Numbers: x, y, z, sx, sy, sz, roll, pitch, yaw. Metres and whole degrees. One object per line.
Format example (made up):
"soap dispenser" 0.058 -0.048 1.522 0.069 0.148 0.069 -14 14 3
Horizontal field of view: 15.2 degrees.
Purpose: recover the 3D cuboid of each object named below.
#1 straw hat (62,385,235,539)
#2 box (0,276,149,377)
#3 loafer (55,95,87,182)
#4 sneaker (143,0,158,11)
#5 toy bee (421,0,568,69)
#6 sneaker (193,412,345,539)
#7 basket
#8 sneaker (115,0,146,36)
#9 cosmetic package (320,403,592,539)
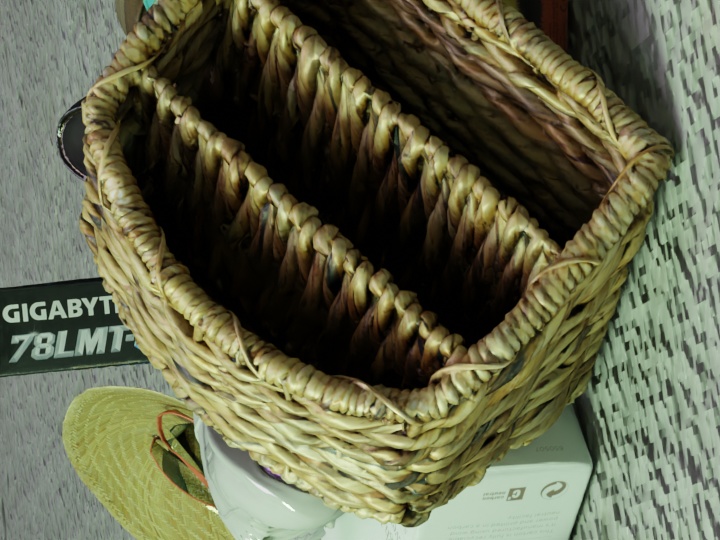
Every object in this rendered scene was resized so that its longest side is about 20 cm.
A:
"straw hat" -0.055 0.094 1.415 0.085 0.200 0.201 -57 -3 -28
"box" -0.107 0.025 1.390 0.200 0.197 0.050 173 91 -75
"loafer" -0.096 -0.057 1.400 0.199 0.072 0.073 10 111 43
"sneaker" -0.088 -0.138 1.366 0.200 0.077 0.080 36 128 27
"toy bee" 0.006 -0.104 1.116 0.200 0.108 0.132 149 114 -73
"sneaker" -0.025 0.080 1.114 0.200 0.074 0.100 -131 27 -75
"basket" -0.010 -0.025 0.999 0.200 0.142 0.149 43 146 21
"sneaker" -0.081 -0.104 1.490 0.076 0.070 0.200 58 170 32
"cosmetic package" 0.033 0.108 1.137 0.201 0.073 0.102 104 158 -44
